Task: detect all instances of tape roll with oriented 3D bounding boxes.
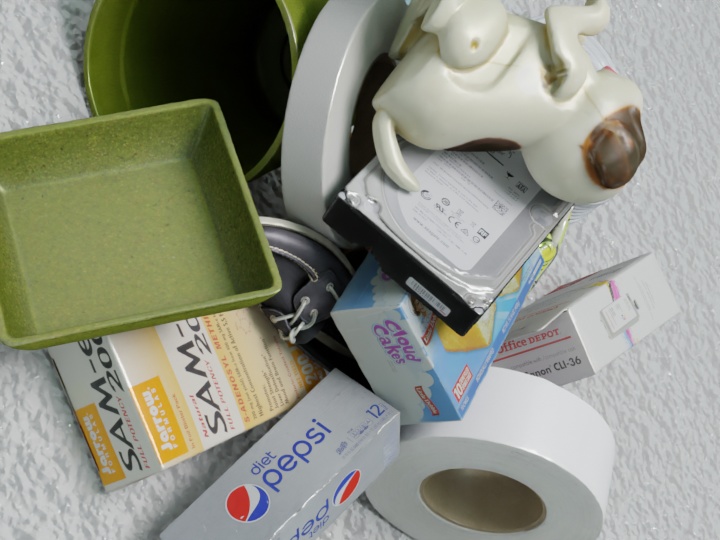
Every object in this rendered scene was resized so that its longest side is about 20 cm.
[{"bbox_3d":[-0.005,-0.117,1.550,0.203,0.037,0.204,12,90,-71],"label":"tape roll"},{"bbox_3d":[0.105,0.160,1.639,0.202,0.202,0.071,37,49,-29],"label":"tape roll"}]

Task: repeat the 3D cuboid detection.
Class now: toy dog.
[{"bbox_3d":[0.123,-0.127,1.490,0.200,0.140,0.194,27,68,-10],"label":"toy dog"}]

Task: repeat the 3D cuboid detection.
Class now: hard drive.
[{"bbox_3d":[0.078,-0.056,1.528,0.140,0.038,0.200,41,46,4],"label":"hard drive"}]

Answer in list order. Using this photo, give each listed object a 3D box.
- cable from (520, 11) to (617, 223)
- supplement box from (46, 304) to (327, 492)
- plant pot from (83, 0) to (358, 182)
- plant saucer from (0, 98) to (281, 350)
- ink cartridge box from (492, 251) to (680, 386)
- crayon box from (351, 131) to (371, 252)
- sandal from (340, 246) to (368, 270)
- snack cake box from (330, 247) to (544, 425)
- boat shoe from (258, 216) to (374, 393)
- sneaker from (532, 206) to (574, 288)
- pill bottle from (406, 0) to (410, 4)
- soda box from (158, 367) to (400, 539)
[{"bbox_3d":[0.187,-0.147,1.953,0.200,0.069,0.200,-40,103,-47],"label":"cable"},{"bbox_3d":[-0.127,0.072,1.530,0.200,0.073,0.126,-24,90,-48],"label":"supplement box"},{"bbox_3d":[-0.083,-0.166,1.609,0.193,0.200,0.201,-14,83,-58],"label":"plant pot"},{"bbox_3d":[-0.176,-0.025,1.452,0.199,0.048,0.200,-11,51,-13],"label":"plant saucer"},{"bbox_3d":[0.188,0.058,1.831,0.200,0.116,0.068,-28,94,-47],"label":"ink cartridge box"},{"bbox_3d":[0.051,-0.075,1.741,0.119,0.058,0.200,50,30,5],"label":"crayon box"},{"bbox_3d":[0.000,0.000,1.707,0.200,0.054,0.082,-40,103,-47],"label":"sandal"},{"bbox_3d":[0.064,0.012,1.574,0.115,0.067,0.200,62,39,-28],"label":"snack cake box"},{"bbox_3d":[-0.035,0.029,1.536,0.200,0.072,0.063,41,39,-40],"label":"boat shoe"},{"bbox_3d":[0.121,-0.007,1.723,0.075,0.076,0.200,38,44,-6],"label":"sneaker"},{"bbox_3d":[0.045,-0.289,1.836,0.111,0.111,0.201,7,68,-44],"label":"pill bottle"},{"bbox_3d":[-0.058,0.167,1.509,0.068,0.064,0.200,33,59,24],"label":"soda box"}]
